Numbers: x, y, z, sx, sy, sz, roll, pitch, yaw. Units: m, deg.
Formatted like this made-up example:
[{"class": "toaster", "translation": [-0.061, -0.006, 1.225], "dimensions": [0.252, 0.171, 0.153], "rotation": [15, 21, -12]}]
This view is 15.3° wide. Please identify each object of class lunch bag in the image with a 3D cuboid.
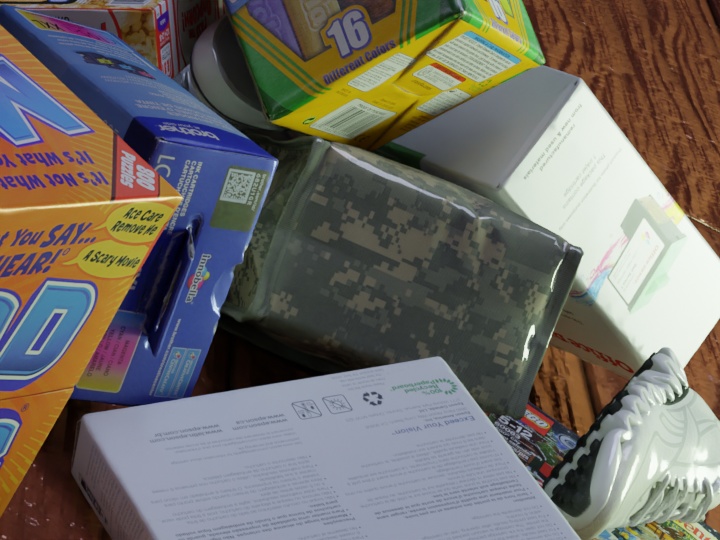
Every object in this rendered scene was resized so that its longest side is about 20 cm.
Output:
[{"class": "lunch bag", "translation": [0.000, 0.000, 1.444], "dimensions": [0.163, 0.118, 0.200], "rotation": [22, -2, -17]}]

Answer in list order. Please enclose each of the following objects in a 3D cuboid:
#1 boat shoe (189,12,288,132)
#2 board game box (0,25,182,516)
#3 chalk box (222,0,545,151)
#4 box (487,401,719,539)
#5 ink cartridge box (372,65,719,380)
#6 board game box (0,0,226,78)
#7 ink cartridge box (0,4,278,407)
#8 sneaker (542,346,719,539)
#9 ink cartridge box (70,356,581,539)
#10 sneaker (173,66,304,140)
[{"class": "boat shoe", "translation": [-0.052, -0.103, 1.484], "dimensions": [0.074, 0.065, 0.200], "rotation": [66, 23, 6]}, {"class": "board game box", "translation": [-0.237, -0.006, 1.060], "dimensions": [0.200, 0.200, 0.199], "rotation": [42, 24, 23]}, {"class": "chalk box", "translation": [-0.006, -0.182, 1.417], "dimensions": [0.124, 0.123, 0.201], "rotation": [15, 53, -64]}, {"class": "box", "translation": [0.135, 0.152, 1.416], "dimensions": [0.200, 0.038, 0.137], "rotation": [34, 23, 6]}, {"class": "ink cartridge box", "translation": [0.107, -0.034, 1.547], "dimensions": [0.145, 0.084, 0.200], "rotation": [24, -18, 50]}, {"class": "board game box", "translation": [-0.183, -0.140, 1.467], "dimensions": [0.199, 0.047, 0.152], "rotation": [2, 19, 14]}, {"class": "ink cartridge box", "translation": [-0.121, -0.024, 1.275], "dimensions": [0.076, 0.137, 0.200], "rotation": [8, 20, -40]}, {"class": "sneaker", "translation": [0.154, 0.101, 1.409], "dimensions": [0.081, 0.075, 0.200], "rotation": [44, 24, 6]}, {"class": "ink cartridge box", "translation": [-0.004, 0.124, 1.212], "dimensions": [0.199, 0.041, 0.200], "rotation": [-8, 38, -28]}, {"class": "sneaker", "translation": [-0.085, -0.085, 1.567], "dimensions": [0.115, 0.075, 0.200], "rotation": [37, 20, 17]}]
